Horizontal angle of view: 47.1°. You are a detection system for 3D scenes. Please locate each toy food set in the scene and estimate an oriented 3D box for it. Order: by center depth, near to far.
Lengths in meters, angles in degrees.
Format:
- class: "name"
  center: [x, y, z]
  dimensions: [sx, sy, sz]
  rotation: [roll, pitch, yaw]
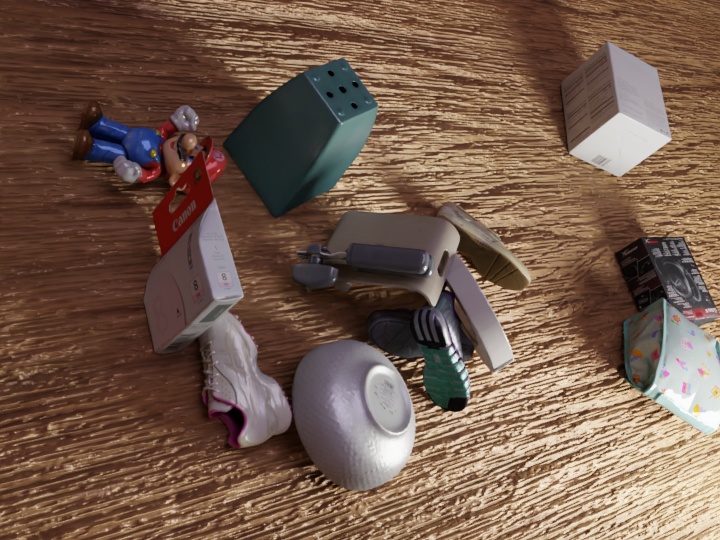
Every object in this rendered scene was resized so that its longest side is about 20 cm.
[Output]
- class: "toy food set"
  center: [0.033, -0.013, 1.201]
  dimensions: [0.061, 0.198, 0.144]
  rotation: [74, 32, -42]

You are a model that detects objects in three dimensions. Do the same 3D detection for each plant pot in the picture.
- class: "plant pot"
  center: [-0.075, -0.208, 1.212]
  dimensions: [0.141, 0.200, 0.142]
  rotation: [-32, 84, -42]

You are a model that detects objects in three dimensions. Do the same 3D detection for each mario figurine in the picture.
- class: "mario figurine"
  center: [-0.275, -0.173, 1.110]
  dimensions: [0.198, 0.106, 0.125]
  rotation: [14, 91, -20]

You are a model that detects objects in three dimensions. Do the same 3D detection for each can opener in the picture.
- class: "can opener"
  center: [0.000, 0.000, 1.127]
  dimensions: [0.053, 0.198, 0.068]
  rotation: [33, 65, -64]

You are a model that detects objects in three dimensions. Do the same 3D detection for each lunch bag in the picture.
- class: "lunch bag"
  center: [0.566, 0.183, 1.494]
  dimensions: [0.170, 0.122, 0.201]
  rotation: [33, 44, -16]

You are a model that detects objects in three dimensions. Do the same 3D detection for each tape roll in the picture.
- class: "tape roll"
  center: [0.165, 0.058, 1.245]
  dimensions: [0.037, 0.203, 0.204]
  rotation: [-30, 81, -2]

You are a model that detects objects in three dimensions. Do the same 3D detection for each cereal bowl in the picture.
- class: "cereal bowl"
  center: [0.007, 0.181, 1.088]
  dimensions: [0.199, 0.083, 0.202]
  rotation: [30, 47, -37]

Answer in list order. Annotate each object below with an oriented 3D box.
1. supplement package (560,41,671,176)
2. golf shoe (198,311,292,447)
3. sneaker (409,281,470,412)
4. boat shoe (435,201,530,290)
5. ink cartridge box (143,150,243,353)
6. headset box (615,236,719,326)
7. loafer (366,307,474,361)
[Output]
- class: "supplement package"
  center: [0.538, -0.340, 1.759]
  dimensions: [0.151, 0.151, 0.202]
  rotation: [19, 55, -25]
- class: "golf shoe"
  center: [-0.167, 0.129, 1.037]
  dimensions: [0.091, 0.075, 0.201]
  rotation: [-28, 81, -39]
- class: "sneaker"
  center: [0.131, 0.115, 1.197]
  dimensions: [0.088, 0.074, 0.201]
  rotation: [-54, 141, -39]
- class: "boat shoe"
  center: [0.213, -0.043, 1.410]
  dimensions: [0.199, 0.072, 0.065]
  rotation: [36, 50, -6]
- class: "ink cartridge box"
  center: [-0.224, -0.021, 1.023]
  dimensions: [0.057, 0.162, 0.202]
  rotation: [-6, 68, -42]
- class: "headset box"
  center: [0.613, 0.037, 1.641]
  dimensions: [0.148, 0.077, 0.202]
  rotation: [-3, 67, -36]
- class: "loafer"
  center: [0.085, 0.092, 1.250]
  dimensions: [0.199, 0.072, 0.063]
  rotation: [19, 35, -33]
